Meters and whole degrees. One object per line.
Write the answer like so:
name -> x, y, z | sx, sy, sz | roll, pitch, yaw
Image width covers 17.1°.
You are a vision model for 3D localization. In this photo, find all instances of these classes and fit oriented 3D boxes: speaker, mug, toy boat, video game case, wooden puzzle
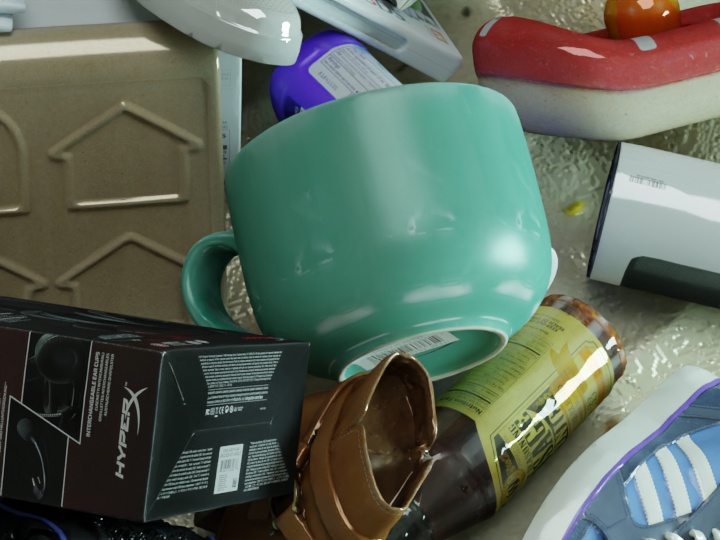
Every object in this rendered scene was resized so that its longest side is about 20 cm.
speaker -> 0.231, -0.012, 1.321 | 0.200, 0.081, 0.081 | 13, 53, 3
mug -> 0.011, -0.003, 1.191 | 0.152, 0.185, 0.115 | -5, 69, -26
toy boat -> 0.159, -0.148, 1.367 | 0.200, 0.130, 0.131 | -14, 100, -17
video game case -> -0.042, -0.206, 1.394 | 0.182, 0.023, 0.200 | 23, 27, -45
wooden puzzle -> -0.164, -0.030, 1.252 | 0.185, 0.200, 0.046 | -5, 19, -10

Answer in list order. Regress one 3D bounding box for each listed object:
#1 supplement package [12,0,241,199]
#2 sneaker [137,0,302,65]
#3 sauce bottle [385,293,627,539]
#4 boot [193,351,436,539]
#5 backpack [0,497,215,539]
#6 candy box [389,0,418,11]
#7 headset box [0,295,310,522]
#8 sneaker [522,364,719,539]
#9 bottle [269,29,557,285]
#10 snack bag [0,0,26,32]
supplement package -> -0.172, -0.122, 1.324 | 0.200, 0.111, 0.156 | -3, 38, -9
sneaker -> -0.079, -0.196, 1.234 | 0.074, 0.116, 0.200 | 5, 31, -42
sauce bottle -> 0.058, 0.093, 1.237 | 0.066, 0.066, 0.200 | 35, 59, 19
boot -> -0.025, 0.142, 1.120 | 0.074, 0.155, 0.200 | 20, 53, -31
backpack -> -0.143, 0.186, 1.079 | 0.134, 0.200, 0.183 | 6, 91, -33
candy box -> -0.015, -0.249, 1.410 | 0.200, 0.061, 0.136 | 44, 19, 0
headset box -> -0.145, 0.056, 1.072 | 0.200, 0.149, 0.077 | 9, 93, 24
sneaker -> 0.178, 0.140, 1.200 | 0.146, 0.081, 0.200 | 32, 50, 22
bottle -> 0.030, -0.051, 1.313 | 0.065, 0.084, 0.200 | -40, 53, -7
snack bag -> -0.280, -0.173, 1.265 | 0.188, 0.021, 0.200 | -3, 32, -13
